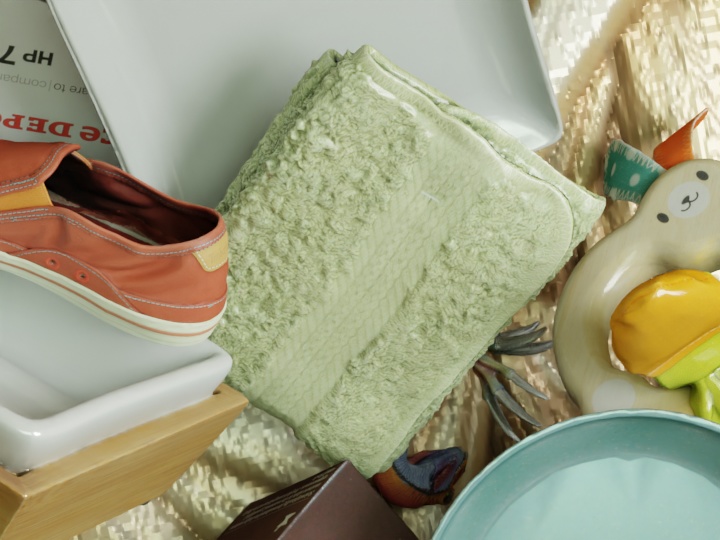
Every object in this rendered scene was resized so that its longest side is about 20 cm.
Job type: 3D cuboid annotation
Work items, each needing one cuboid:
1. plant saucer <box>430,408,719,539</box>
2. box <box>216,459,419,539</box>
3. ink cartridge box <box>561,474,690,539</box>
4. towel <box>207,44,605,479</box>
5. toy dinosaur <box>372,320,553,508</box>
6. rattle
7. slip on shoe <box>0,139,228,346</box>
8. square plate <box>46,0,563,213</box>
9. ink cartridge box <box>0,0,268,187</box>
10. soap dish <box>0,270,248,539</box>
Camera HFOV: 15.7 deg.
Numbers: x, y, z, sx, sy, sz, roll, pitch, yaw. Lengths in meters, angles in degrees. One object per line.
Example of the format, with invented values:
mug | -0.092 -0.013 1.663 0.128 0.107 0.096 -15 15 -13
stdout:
plant saucer | 0.121 0.159 1.185 0.199 0.036 0.201 0 96 -3
box | 0.015 0.194 1.252 0.200 0.100 0.075 48 55 -10
ink cartridge box | 0.172 0.131 1.276 0.200 0.125 0.129 -28 96 -8
towel | 0.000 0.000 1.182 0.148 0.037 0.200 31 123 -12
toy dinosaur | 0.028 0.017 1.289 0.200 0.105 0.182 30 96 23
rattle | 0.133 -0.025 1.214 0.143 0.130 0.201 35 48 -40
slip on shoe | -0.146 -0.034 1.151 0.199 0.074 0.061 24 121 5
square plate | -0.022 -0.098 1.162 0.199 0.028 0.198 -21 134 -2
ink cartridge box | -0.113 -0.148 1.178 0.146 0.086 0.200 8 127 -11
soap dish | -0.161 0.054 1.125 0.157 0.200 0.081 28 109 17
